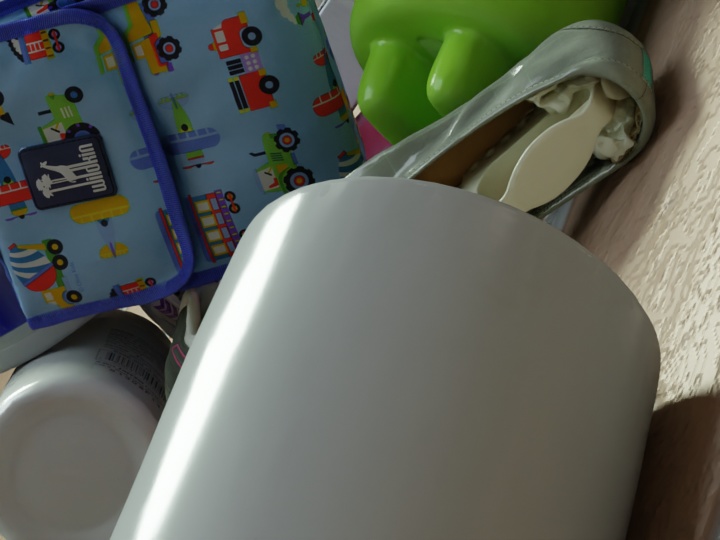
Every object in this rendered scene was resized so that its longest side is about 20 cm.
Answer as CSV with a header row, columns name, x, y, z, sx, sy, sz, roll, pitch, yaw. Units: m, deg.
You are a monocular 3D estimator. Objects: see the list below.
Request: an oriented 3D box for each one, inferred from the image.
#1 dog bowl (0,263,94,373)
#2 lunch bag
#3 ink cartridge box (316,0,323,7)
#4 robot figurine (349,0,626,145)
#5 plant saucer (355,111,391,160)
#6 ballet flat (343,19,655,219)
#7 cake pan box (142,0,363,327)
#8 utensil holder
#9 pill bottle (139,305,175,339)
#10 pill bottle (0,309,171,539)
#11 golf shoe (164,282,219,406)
name,x,y,z,sx,sy,sz,roll,pitch,yaw
dog bowl,-0.193,-0.030,1.370,0.200,0.079,0.200,-33,21,15
lunch bag,-0.107,-0.069,1.079,0.199,0.151,0.094,-19,23,3
ink cartridge box,-0.035,-0.161,1.412,0.116,0.199,0.068,127,130,-69
robot figurine,0.067,-0.140,1.033,0.175,0.116,0.201,-5,55,45
plant saucer,0.000,0.000,1.169,0.201,0.051,0.201,-55,18,27
ballet flat,0.040,-0.029,0.948,0.200,0.067,0.064,-39,26,17
cake pan box,-0.048,-0.066,1.281,0.201,0.052,0.184,-58,0,-24
utensil holder,0.003,0.096,0.739,0.170,0.169,0.201,-45,20,55
pill bottle,-0.098,-0.021,1.467,0.113,0.112,0.200,-61,13,14
pill bottle,-0.159,0.091,1.350,0.115,0.114,0.200,-61,6,12
golf shoe,-0.035,0.053,1.029,0.199,0.077,0.089,1,97,54
